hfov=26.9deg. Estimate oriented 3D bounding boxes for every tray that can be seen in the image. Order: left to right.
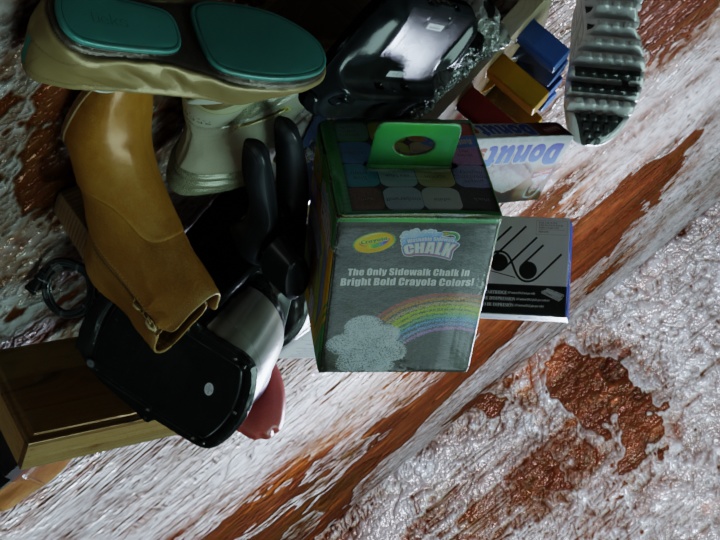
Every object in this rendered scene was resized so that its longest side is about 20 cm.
[{"bbox_3d":[-0.206,0.097,1.254,0.199,0.099,0.037,-10,140,-35],"label":"tray"}]

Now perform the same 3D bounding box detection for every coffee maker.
[{"bbox_3d":[-0.129,0.014,1.225,0.135,0.192,0.200,-32,-168,32],"label":"coffee maker"}]

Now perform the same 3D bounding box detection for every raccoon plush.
[{"bbox_3d":[0.038,-0.161,1.233,0.200,0.097,0.134,-46,169,17],"label":"raccoon plush"}]

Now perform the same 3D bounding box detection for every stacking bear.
[{"bbox_3d":[-0.139,0.069,1.431,0.121,0.114,0.200,2,151,5],"label":"stacking bear"}]

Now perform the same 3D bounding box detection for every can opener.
[{"bbox_3d":[-0.059,-0.054,1.114,0.063,0.079,0.200,-44,161,-23],"label":"can opener"}]

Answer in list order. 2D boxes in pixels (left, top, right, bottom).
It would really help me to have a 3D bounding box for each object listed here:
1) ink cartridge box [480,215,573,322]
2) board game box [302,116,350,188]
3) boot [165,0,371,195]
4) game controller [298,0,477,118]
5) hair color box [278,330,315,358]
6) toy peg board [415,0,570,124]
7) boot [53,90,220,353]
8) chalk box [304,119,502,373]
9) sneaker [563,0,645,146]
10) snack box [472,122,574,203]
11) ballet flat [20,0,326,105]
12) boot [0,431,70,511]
[{"bbox_3d":[0.097,-0.003,1.419,0.199,0.094,0.044,2,171,12],"label":"ink cartridge box"},{"bbox_3d":[0.006,-0.128,1.355,0.135,0.035,0.200,-30,162,-37],"label":"board game box"},{"bbox_3d":[-0.054,-0.139,1.109,0.200,0.072,0.155,-33,165,-26],"label":"boot"},{"bbox_3d":[0.024,-0.151,1.059,0.104,0.042,0.200,-57,166,16],"label":"game controller"},{"bbox_3d":[0.000,0.000,1.351,0.200,0.061,0.100,-40,158,25],"label":"hair color box"},{"bbox_3d":[0.133,-0.140,1.426,0.199,0.098,0.200,-47,172,-6],"label":"toy peg board"},{"bbox_3d":[-0.142,-0.040,1.028,0.071,0.144,0.201,-31,162,-35],"label":"boot"},{"bbox_3d":[0.029,-0.036,1.131,0.124,0.124,0.200,1,129,-10],"label":"chalk box"},{"bbox_3d":[0.232,-0.213,1.448,0.081,0.075,0.201,132,-32,-80],"label":"sneaker"},{"bbox_3d":[0.101,-0.089,1.265,0.200,0.024,0.072,-8,133,-49],"label":"snack box"},{"bbox_3d":[-0.116,-0.133,0.927,0.199,0.069,0.063,5,149,-36],"label":"ballet flat"},{"bbox_3d":[-0.360,0.204,1.404,0.188,0.068,0.200,-46,174,-9],"label":"boot"}]
